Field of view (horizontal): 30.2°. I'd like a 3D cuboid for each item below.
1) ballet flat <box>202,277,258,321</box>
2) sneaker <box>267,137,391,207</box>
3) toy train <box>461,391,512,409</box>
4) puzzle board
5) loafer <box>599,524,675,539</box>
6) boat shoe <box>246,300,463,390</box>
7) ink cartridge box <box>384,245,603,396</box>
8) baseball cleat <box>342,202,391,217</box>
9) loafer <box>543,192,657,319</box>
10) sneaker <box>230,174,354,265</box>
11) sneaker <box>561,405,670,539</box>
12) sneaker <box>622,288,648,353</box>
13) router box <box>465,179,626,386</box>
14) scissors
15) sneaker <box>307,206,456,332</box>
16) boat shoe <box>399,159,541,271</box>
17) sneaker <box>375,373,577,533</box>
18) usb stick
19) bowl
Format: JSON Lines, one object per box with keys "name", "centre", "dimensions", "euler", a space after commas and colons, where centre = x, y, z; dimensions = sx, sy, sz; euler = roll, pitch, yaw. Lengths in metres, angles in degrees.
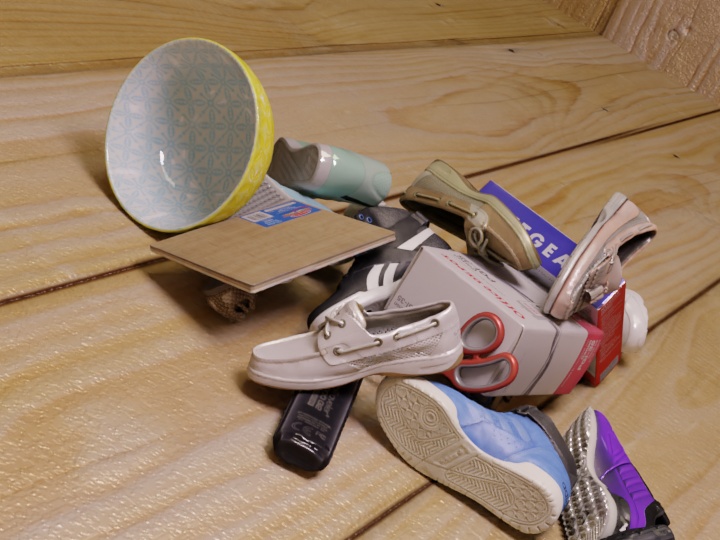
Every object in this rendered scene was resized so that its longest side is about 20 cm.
{"name": "ballet flat", "centre": [-0.110, 0.001, 1.354], "dimensions": [0.047, 0.067, 0.200], "euler": [63, 17, -14]}
{"name": "sneaker", "centre": [-0.038, -0.104, 1.558], "dimensions": [0.117, 0.075, 0.200], "euler": [16, -1, -25]}
{"name": "toy train", "centre": [0.073, 0.080, 1.393], "dimensions": [0.199, 0.034, 0.046], "euler": [34, 27, 16]}
{"name": "puzzle board", "centre": [-0.084, -0.025, 1.317], "dimensions": [0.149, 0.018, 0.199], "euler": [19, 27, 39]}
{"name": "loafer", "centre": [0.190, 0.263, 1.102], "dimensions": [0.198, 0.068, 0.071], "euler": [-7, 78, -34]}
{"name": "boat shoe", "centre": [-0.007, 0.058, 1.202], "dimensions": [0.197, 0.070, 0.071], "euler": [-8, 24, -6]}
{"name": "ink cartridge box", "centre": [0.139, 0.054, 1.357], "dimensions": [0.146, 0.083, 0.199], "euler": [39, 16, 29]}
{"name": "baseball cleat", "centre": [0.017, -0.034, 1.545], "dimensions": [0.105, 0.071, 0.200], "euler": [24, 14, 11]}
{"name": "loafer", "centre": [0.249, -0.011, 1.360], "dimensions": [0.062, 0.072, 0.200], "euler": [31, 44, 10]}
{"name": "sneaker", "centre": [-0.089, -0.059, 1.487], "dimensions": [0.199, 0.075, 0.082], "euler": [33, 3, 12]}
{"name": "sneaker", "centre": [0.241, 0.214, 1.264], "dimensions": [0.099, 0.070, 0.201], "euler": [28, 27, -13]}
{"name": "sneaker", "centre": [0.272, 0.042, 1.642], "dimensions": [0.098, 0.079, 0.200], "euler": [3, 23, -30]}
{"name": "router box", "centre": [0.205, 0.016, 1.502], "dimensions": [0.049, 0.180, 0.199], "euler": [-42, 61, -16]}
{"name": "scissors", "centre": [0.056, 0.090, 1.275], "dimensions": [0.014, 0.197, 0.074], "euler": [5, 74, -63]}
{"name": "sneaker", "centre": [0.000, 0.000, 1.378], "dimensions": [0.199, 0.074, 0.112], "euler": [-25, 62, -35]}
{"name": "boat shoe", "centre": [0.114, -0.048, 1.398], "dimensions": [0.201, 0.063, 0.073], "euler": [44, -10, 44]}
{"name": "sneaker", "centre": [0.111, 0.153, 1.233], "dimensions": [0.199, 0.077, 0.111], "euler": [33, 25, 14]}
{"name": "usb stick", "centre": [-0.035, 0.119, 1.207], "dimensions": [0.055, 0.033, 0.200], "euler": [28, 24, -1]}
{"name": "bowl", "centre": [-0.162, -0.134, 1.411], "dimensions": [0.200, 0.202, 0.107], "euler": [39, 13, 27]}
